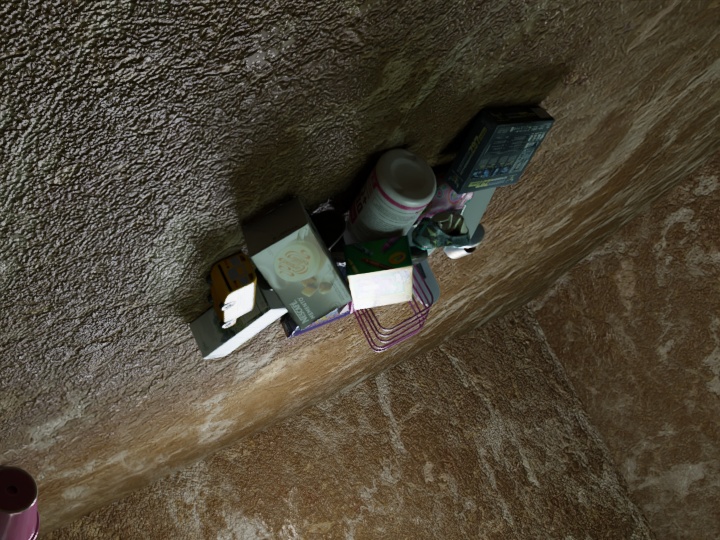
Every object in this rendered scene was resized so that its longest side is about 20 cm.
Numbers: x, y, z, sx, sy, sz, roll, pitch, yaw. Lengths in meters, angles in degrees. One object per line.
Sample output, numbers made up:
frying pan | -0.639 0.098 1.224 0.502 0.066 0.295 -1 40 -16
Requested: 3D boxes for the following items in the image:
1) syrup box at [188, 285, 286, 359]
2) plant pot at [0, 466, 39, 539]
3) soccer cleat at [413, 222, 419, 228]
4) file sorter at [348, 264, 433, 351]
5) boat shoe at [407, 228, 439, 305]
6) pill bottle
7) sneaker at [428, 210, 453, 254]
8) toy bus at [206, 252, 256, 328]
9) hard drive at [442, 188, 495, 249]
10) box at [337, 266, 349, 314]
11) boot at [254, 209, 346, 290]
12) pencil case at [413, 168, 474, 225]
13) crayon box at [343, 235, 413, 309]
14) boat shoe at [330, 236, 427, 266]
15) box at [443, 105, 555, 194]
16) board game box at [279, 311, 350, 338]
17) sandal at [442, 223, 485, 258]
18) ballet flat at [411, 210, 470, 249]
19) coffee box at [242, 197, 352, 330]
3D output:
syrup box | -0.249 0.096 1.643 0.198 0.080 0.081 -35 165 22
plant pot | -0.853 0.572 1.907 0.198 0.201 0.181 -11 142 -49
soccer cleat | 0.088 -0.118 1.631 0.196 0.068 0.075 -9 126 -28
file sorter | 0.065 0.074 1.676 0.137 0.127 0.201 -26 164 -11
boat shoe | 0.112 -0.020 1.757 0.072 0.205 0.065 -18 -172 -17
pill bottle | 0.045 -0.110 1.421 0.111 0.115 0.201 -19 158 -33
sneaker | 0.162 -0.101 1.781 0.198 0.080 0.131 -38 168 -5
toy bus | -0.241 0.042 1.506 0.077 0.066 0.201 -26 165 -17
hard drive | 0.238 -0.145 1.683 0.131 0.026 0.203 -20 139 -55
box | 0.000 0.000 1.755 0.094 0.101 0.200 -19 162 -31
boot | -0.099 -0.033 1.512 0.199 0.074 0.150 -42 170 6
pencil case | 0.126 -0.138 1.561 0.197 0.089 0.088 -23 165 -30
crayon box | 0.035 0.007 1.461 0.115 0.060 0.201 -9 160 0
boat shoe | 0.032 -0.048 1.545 0.194 0.076 0.074 0 174 9
box | 0.263 -0.229 1.516 0.197 0.051 0.160 -15 143 -43
board game box | -0.083 0.082 1.967 0.197 0.058 0.166 -21 162 -31
sandal | 0.218 -0.065 1.874 0.204 0.060 0.080 1 -137 50
ballet flat | 0.170 -0.081 1.556 0.074 0.075 0.198 -37 168 30
coffee box | -0.106 -0.009 1.380 0.112 0.080 0.202 -27 133 1
